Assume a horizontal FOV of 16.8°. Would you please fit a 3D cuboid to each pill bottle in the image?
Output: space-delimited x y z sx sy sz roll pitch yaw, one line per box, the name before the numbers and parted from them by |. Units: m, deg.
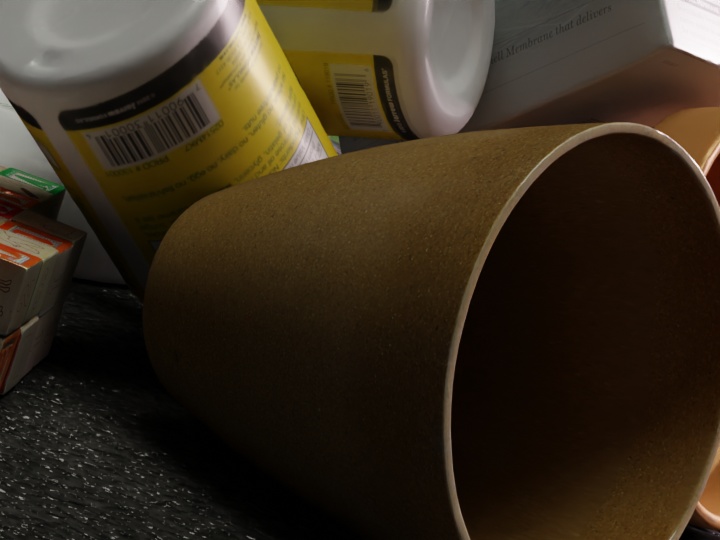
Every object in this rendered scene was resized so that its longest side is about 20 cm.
pill bottle | -0.072 -0.050 1.077 0.114 0.114 0.200 29 -24 44
pill bottle | -0.044 -0.122 1.162 0.199 0.113 0.112 5 3 22

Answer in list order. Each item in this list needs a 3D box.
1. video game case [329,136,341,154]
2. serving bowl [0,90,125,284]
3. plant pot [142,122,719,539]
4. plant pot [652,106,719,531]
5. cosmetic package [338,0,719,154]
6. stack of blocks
video game case | 0.033 -0.044 1.368 0.142 0.018 0.200 24 12 -16
serving bowl | -0.186 -0.058 1.292 0.199 0.066 0.200 20 10 -4
plant pot | 0.016 0.024 0.958 0.199 0.188 0.186 11 2 40
plant pot | 0.127 0.017 1.181 0.139 0.202 0.200 6 1 31
cosmetic package | 0.084 -0.158 1.243 0.199 0.201 0.123 -22 -21 33
stack of blocks | -0.179 -0.007 1.027 0.114 0.059 0.200 20 9 2
